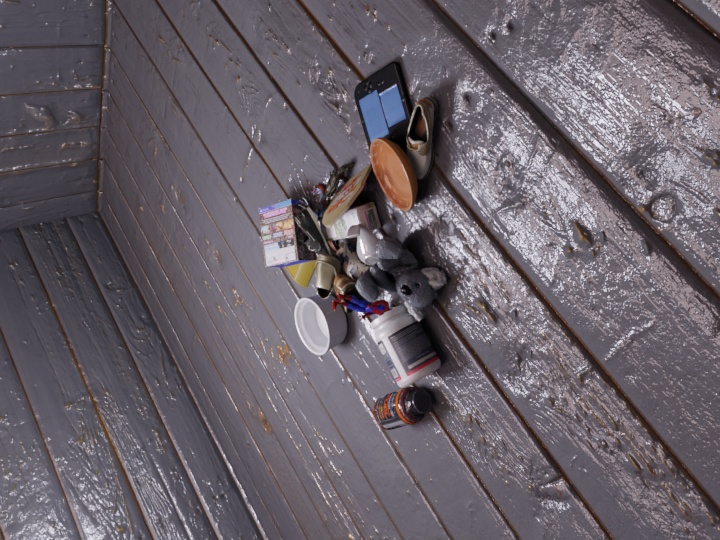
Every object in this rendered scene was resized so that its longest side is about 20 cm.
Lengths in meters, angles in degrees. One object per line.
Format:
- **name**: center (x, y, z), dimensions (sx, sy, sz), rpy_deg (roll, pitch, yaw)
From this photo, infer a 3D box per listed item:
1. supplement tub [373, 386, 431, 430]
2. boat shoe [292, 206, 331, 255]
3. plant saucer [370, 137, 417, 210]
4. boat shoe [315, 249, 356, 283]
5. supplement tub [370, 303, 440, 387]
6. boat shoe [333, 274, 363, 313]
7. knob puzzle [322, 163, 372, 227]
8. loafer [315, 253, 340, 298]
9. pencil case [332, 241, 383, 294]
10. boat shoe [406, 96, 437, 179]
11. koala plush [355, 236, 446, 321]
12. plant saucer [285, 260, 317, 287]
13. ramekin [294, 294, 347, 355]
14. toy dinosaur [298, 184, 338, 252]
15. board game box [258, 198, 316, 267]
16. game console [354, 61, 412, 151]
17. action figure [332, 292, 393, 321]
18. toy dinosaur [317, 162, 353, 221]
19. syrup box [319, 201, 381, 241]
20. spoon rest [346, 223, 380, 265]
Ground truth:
- **supplement tub**: center (0.129, 0.412, 1.662), dimensions (0.199, 0.106, 0.109), rpy_deg (-37, 76, 50)
- **boat shoe**: center (-0.142, -0.091, 1.691), dimensions (0.203, 0.067, 0.072), rpy_deg (65, 167, -22)
- **plant saucer**: center (0.091, -0.254, 1.439), dimensions (0.201, 0.037, 0.201), rpy_deg (54, 163, 25)
- **boat shoe**: center (-0.079, 0.001, 1.778), dimensions (0.199, 0.072, 0.064), rpy_deg (40, 133, 26)
- **supplement tub**: center (0.126, 0.211, 1.553), dimensions (0.140, 0.139, 0.203), rpy_deg (-41, 73, 50)
- **boat shoe**: center (-0.039, 0.065, 1.684), dimensions (0.074, 0.075, 0.201), rpy_deg (48, 168, 21)
- **knob puzzle**: center (-0.044, -0.194, 1.584), dimensions (0.030, 0.222, 0.218), rpy_deg (38, 147, -19)
- **loafer**: center (-0.102, 0.022, 1.687), dimensions (0.074, 0.069, 0.201), rpy_deg (12, 148, 9)
- **pencil case**: center (0.000, 0.000, 1.667), dimensions (0.200, 0.078, 0.090), rpy_deg (44, 175, 32)
- **boat shoe**: center (0.142, -0.320, 1.360), dimensions (0.073, 0.068, 0.204), rpy_deg (16, 120, 26)
- **koala plush**: center (0.124, 0.023, 1.485), dimensions (0.198, 0.183, 0.180), rpy_deg (34, 110, 16)
- **plant saucer**: center (-0.235, -0.066, 1.962), dimensions (0.201, 0.048, 0.201), rpy_deg (53, 138, 23)
- **ramekin**: center (-0.132, 0.178, 1.895), dimensions (0.199, 0.096, 0.205), rpy_deg (25, 123, 44)
- **toy dinosaur**: center (-0.124, -0.175, 1.781), dimensions (0.185, 0.197, 0.105), rpy_deg (-69, 22, 1)
- **board game box**: center (-0.245, -0.122, 1.852), dimensions (0.157, 0.096, 0.205), rpy_deg (-9, 87, 36)
- **game console**: center (0.063, -0.420, 1.459), dimensions (0.175, 0.031, 0.204), rpy_deg (-13, 95, 53)
- **action figure**: center (0.017, 0.109, 1.613), dimensions (0.066, 0.196, 0.052), rpy_deg (-58, 35, 39)
- **toy dinosaur**: center (-0.088, -0.252, 1.670), dimensions (0.202, 0.047, 0.088), rpy_deg (-59, 14, 17)
- **syrup box**: center (-0.034, -0.145, 1.653), dimensions (0.198, 0.081, 0.080), rpy_deg (-6, 104, 51)
- **spoon rest**: center (0.020, -0.074, 1.557), dimensions (0.097, 0.200, 0.062), rpy_deg (-10, 61, 20)
